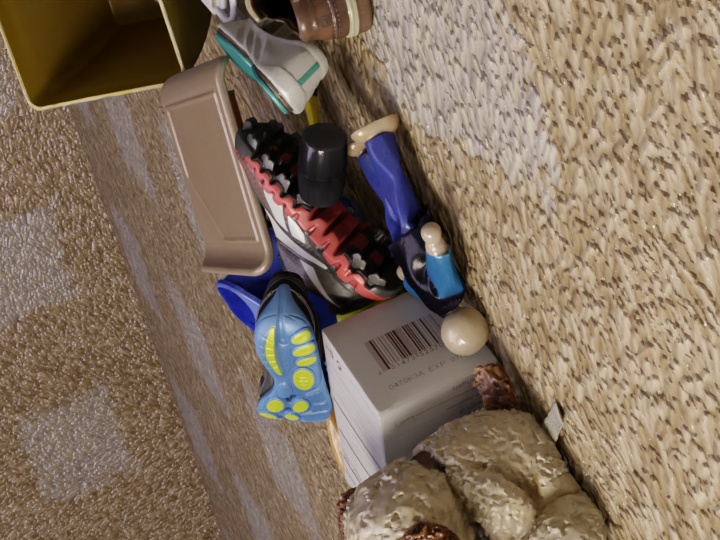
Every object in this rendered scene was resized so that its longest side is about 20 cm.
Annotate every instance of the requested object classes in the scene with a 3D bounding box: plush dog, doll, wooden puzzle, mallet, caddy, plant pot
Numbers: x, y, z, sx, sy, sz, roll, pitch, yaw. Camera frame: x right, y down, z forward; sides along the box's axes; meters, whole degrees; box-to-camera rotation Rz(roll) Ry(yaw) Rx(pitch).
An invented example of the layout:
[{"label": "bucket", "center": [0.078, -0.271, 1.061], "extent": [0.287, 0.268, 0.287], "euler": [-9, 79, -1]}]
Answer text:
[{"label": "plush dog", "center": [0.068, 0.178, 1.012], "extent": [0.199, 0.170, 0.162], "euler": [2, 114, 64]}, {"label": "doll", "center": [0.048, -0.023, 1.058], "extent": [0.202, 0.048, 0.136], "euler": [66, 167, 5]}, {"label": "wooden puzzle", "center": [-0.136, -0.098, 1.259], "extent": [0.185, 0.037, 0.203], "euler": [3, 106, 65]}, {"label": "mallet", "center": [-0.041, -0.148, 1.121], "extent": [0.066, 0.041, 0.202], "euler": [99, 166, -51]}, {"label": "caddy", "center": [-0.074, 0.047, 1.340], "extent": [0.141, 0.105, 0.200], "euler": [33, 168, 15]}, {"label": "plant pot", "center": [-0.265, -0.310, 1.395], "extent": [0.177, 0.197, 0.202], "euler": [-56, -45, -57]}]

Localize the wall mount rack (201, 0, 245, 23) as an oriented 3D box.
[{"label": "wall mount rack", "center": [-0.130, -0.283, 1.257], "extent": [0.200, 0.074, 0.175], "euler": [52, 155, 42]}]

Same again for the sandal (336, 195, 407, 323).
[{"label": "sandal", "center": [0.000, 0.000, 1.236], "extent": [0.202, 0.079, 0.087], "euler": [61, -160, -2]}]

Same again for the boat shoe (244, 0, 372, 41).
[{"label": "boat shoe", "center": [-0.064, -0.241, 1.078], "extent": [0.202, 0.074, 0.076], "euler": [43, 152, 56]}]

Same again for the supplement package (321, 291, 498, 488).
[{"label": "supplement package", "center": [0.049, 0.135, 1.147], "extent": [0.118, 0.116, 0.202], "euler": [51, 158, 43]}]

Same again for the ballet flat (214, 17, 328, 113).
[{"label": "ballet flat", "center": [-0.072, -0.187, 1.120], "extent": [0.200, 0.069, 0.070], "euler": [-131, 23, -61]}]

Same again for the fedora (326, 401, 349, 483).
[{"label": "fedora", "center": [0.019, 0.186, 1.381], "extent": [0.202, 0.081, 0.202], "euler": [57, 161, 32]}]

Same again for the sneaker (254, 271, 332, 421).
[{"label": "sneaker", "center": [-0.058, 0.074, 1.161], "extent": [0.201, 0.070, 0.084], "euler": [89, -176, -54]}]

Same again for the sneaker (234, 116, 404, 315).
[{"label": "sneaker", "center": [-0.051, -0.041, 1.149], "extent": [0.201, 0.071, 0.098], "euler": [49, 133, -1]}]
